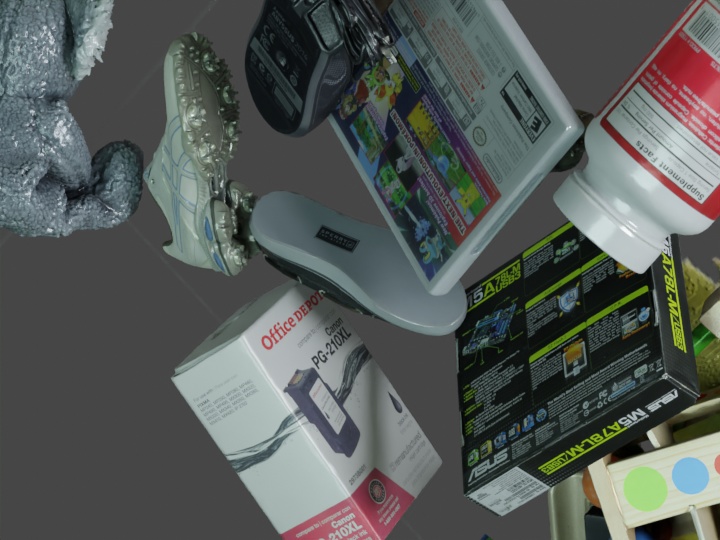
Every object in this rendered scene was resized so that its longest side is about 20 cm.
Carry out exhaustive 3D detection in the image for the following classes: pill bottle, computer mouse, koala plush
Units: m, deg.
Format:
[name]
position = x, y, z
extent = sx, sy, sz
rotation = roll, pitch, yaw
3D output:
[pill bottle]
position = 0.229, -0.099, 1.445
extent = 0.112, 0.112, 0.200
rotation = 41, 104, 4
[computer mouse]
position = -0.032, -0.173, 1.566
extent = 0.139, 0.053, 0.200
rotation = 55, 152, 13
[koala plush]
position = -0.269, -0.142, 1.673
extent = 0.176, 0.184, 0.201
rotation = 18, 106, 18

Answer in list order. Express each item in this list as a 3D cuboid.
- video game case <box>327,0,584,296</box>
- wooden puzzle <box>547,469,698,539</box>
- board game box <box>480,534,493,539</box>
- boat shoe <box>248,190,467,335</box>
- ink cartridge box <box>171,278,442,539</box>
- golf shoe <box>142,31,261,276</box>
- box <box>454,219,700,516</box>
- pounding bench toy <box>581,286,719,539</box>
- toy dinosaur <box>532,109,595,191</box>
[video game case]
position = 0.063, -0.115, 1.545
extent = 0.182, 0.023, 0.201
rotation = -51, 55, 33
[wooden puzzle]
position = 0.249, 0.256, 1.669
extent = 0.199, 0.037, 0.186
rotation = 3, 113, 24
[board game box]
position = 0.111, 0.325, 1.746
extent = 0.135, 0.034, 0.200
rotation = 36, 133, 7
[boat shoe]
position = 0.000, 0.000, 1.655
extent = 0.199, 0.069, 0.057
rotation = 29, 153, 22
[ink cartridge box]
position = -0.041, 0.120, 1.682
extent = 0.084, 0.145, 0.201
rotation = -30, 97, 31
[golf shoe]
position = -0.144, -0.091, 1.683
extent = 0.097, 0.078, 0.201
rotation = 3, 112, 31
[box]
position = 0.154, 0.055, 1.541
extent = 0.047, 0.194, 0.200
rotation = 33, 128, -30
[pounding bench toy]
position = 0.239, 0.125, 1.545
extent = 0.155, 0.124, 0.201
rotation = -18, 93, 20
[toy dinosaur]
position = 0.086, -0.077, 1.597
extent = 0.088, 0.048, 0.200
rotation = 48, 126, -9
